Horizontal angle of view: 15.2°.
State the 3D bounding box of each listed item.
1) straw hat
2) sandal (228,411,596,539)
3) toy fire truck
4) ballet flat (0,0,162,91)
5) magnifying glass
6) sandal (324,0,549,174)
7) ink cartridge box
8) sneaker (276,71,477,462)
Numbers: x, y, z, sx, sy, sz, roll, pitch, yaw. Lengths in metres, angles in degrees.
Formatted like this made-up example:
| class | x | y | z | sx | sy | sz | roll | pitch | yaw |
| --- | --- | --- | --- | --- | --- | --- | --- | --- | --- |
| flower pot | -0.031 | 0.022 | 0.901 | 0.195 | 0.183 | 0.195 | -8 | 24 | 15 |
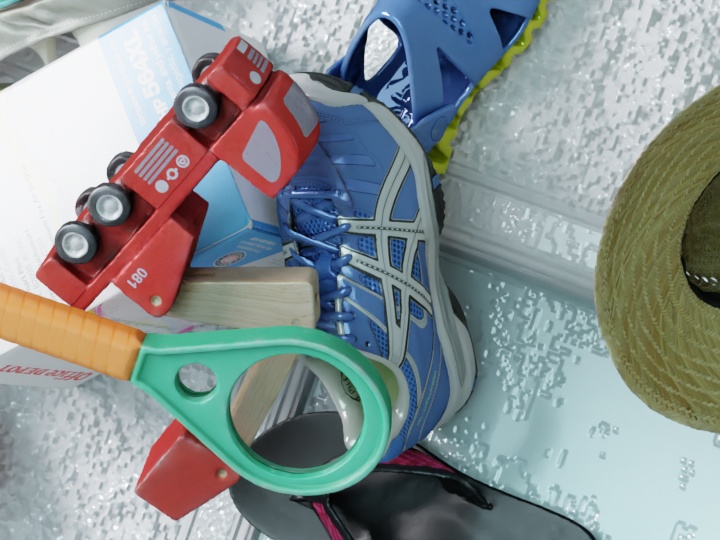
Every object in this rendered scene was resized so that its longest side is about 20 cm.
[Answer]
| class | x | y | z | sx | sy | sz | roll | pitch | yaw |
| --- | --- | --- | --- | --- | --- | --- | --- | --- | --- |
| straw hat | 0.183 | -0.029 | 1.250 | 0.201 | 0.201 | 0.085 | -53 | 31 | 9 |
| sandal | 0.023 | 0.120 | 1.325 | 0.199 | 0.045 | 0.075 | 18 | 92 | 22 |
| toy fire truck | -0.069 | 0.005 | 1.244 | 0.141 | 0.049 | 0.200 | 40 | 113 | -10 |
| ballet flat | -0.159 | -0.131 | 1.424 | 0.199 | 0.067 | 0.064 | -17 | 106 | 20 |
| magnifying glass | -0.082 | 0.047 | 1.225 | 0.199 | 0.022 | 0.080 | 20 | 115 | -2 |
| sandal | 0.032 | -0.116 | 1.325 | 0.079 | 0.087 | 0.201 | 25 | 92 | 24 |
| ink cartridge box | -0.135 | -0.028 | 1.358 | 0.200 | 0.128 | 0.126 | -26 | 76 | 17 |
| sneaker | 0.000 | 0.000 | 1.280 | 0.076 | 0.077 | 0.200 | -7 | 116 | 34 |
